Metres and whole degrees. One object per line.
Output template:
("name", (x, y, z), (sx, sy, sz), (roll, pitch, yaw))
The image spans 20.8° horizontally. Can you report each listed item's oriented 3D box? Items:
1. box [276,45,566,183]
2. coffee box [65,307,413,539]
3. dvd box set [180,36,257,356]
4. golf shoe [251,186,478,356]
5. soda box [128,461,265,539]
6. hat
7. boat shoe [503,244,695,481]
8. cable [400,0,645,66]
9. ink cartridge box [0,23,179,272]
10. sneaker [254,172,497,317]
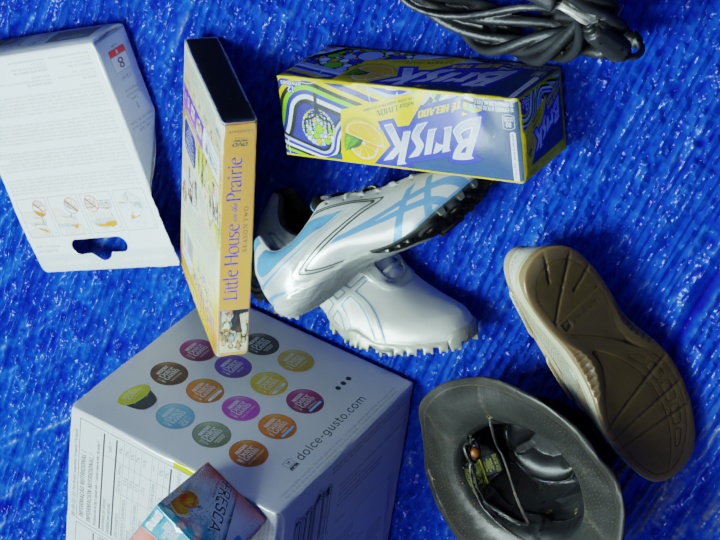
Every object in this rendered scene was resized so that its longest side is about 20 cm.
("box", (0.043, -0.113, 1.389), (0.199, 0.070, 0.065), (8, 119, 32))
("coffee box", (-0.100, 0.175, 1.561), (0.197, 0.200, 0.201), (24, 127, 23))
("dvd box set", (-0.110, -0.057, 1.496), (0.147, 0.029, 0.201), (-117, 27, -56))
("golf shoe", (0.000, 0.000, 1.481), (0.199, 0.078, 0.098), (19, 118, 25))
("soda box", (-0.151, 0.229, 1.444), (0.064, 0.068, 0.200), (44, 130, 7))
("hat", (0.138, 0.146, 1.458), (0.200, 0.081, 0.202), (29, 134, 35))
("boat shoe", (0.170, 0.063, 1.405), (0.200, 0.072, 0.065), (53, 169, -16))
("cable", (0.081, -0.180, 1.281), (0.199, 0.163, 0.051), (19, 88, 41))
("ink cartridge box", (-0.230, -0.098, 1.614), (0.161, 0.050, 0.201), (-3, 120, 35))
("sneaker", (0.009, -0.039, 1.420), (0.199, 0.072, 0.073), (-29, 80, 13))
